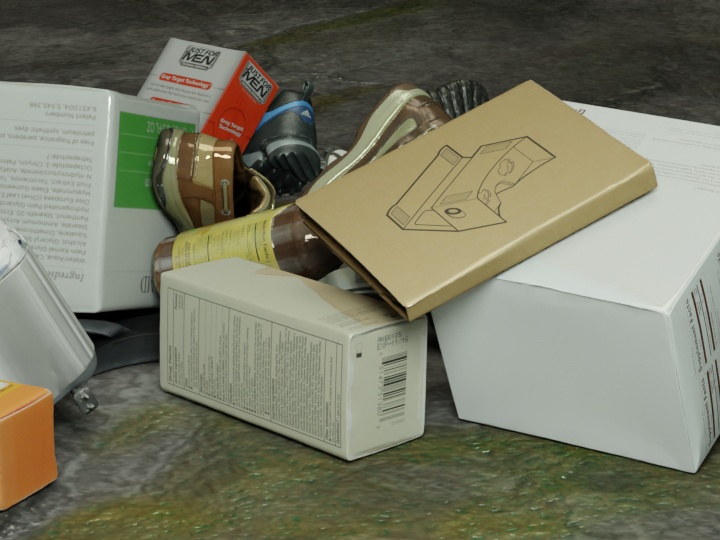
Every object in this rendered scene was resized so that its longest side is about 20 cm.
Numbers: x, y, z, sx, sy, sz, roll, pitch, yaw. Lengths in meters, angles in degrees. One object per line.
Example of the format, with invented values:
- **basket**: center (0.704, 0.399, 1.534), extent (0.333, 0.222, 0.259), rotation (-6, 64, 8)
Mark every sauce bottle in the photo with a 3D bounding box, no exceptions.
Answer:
- **sauce bottle**: center (-0.060, -0.016, 1.653), extent (0.199, 0.065, 0.065), rotation (-12, 11, 22)

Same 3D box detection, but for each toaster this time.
- **toaster**: center (-0.272, 0.033, 1.496), extent (0.114, 0.129, 0.200), rotation (-42, 37, -23)

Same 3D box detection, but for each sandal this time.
- **sandal**: center (-0.205, 0.049, 1.640), extent (0.200, 0.043, 0.076), rotation (-12, 20, -36)

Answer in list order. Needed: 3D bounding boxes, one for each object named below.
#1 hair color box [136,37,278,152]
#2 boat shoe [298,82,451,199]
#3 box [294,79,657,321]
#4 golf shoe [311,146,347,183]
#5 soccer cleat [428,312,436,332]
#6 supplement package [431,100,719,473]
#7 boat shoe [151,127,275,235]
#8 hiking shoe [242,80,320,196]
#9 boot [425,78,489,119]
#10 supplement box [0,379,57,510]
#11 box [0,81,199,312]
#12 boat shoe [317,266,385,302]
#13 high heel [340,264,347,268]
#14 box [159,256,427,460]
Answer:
- **hair color box**: center (-0.165, -0.101, 1.895), extent (0.101, 0.200, 0.061), rotation (16, -19, 40)
- **boat shoe**: center (0.006, -0.057, 1.795), extent (0.075, 0.203, 0.075), rotation (38, 6, 30)
- **box**: center (0.077, -0.052, 1.478), extent (0.200, 0.021, 0.163), rotation (-28, 36, -15)
- **golf shoe**: center (-0.003, -0.050, 1.942), extent (0.094, 0.078, 0.200), rotation (5, 27, 2)
- **soccer cleat**: center (0.151, 0.034, 1.673), extent (0.200, 0.065, 0.084), rotation (7, 12, 19)
- **supplement package**: center (0.180, 0.006, 1.505), extent (0.191, 0.147, 0.200), rotation (12, 44, 32)
- **boat shoe**: center (-0.106, -0.047, 1.726), extent (0.074, 0.076, 0.200), rotation (0, -22, 12)
- **hiking shoe**: center (-0.109, -0.096, 1.961), extent (0.200, 0.087, 0.074), rotation (-21, -38, 37)
- **boot**: center (0.072, -0.082, 1.887), extent (0.079, 0.158, 0.211), rotation (-36, -12, 32)
- **supplement box**: center (-0.298, 0.101, 1.422), extent (0.199, 0.067, 0.069), rotation (9, 22, 29)
- **box**: center (-0.253, -0.058, 1.704), extent (0.199, 0.172, 0.199), rotation (6, 2, 15)
- **boat shoe**: center (-0.005, 0.039, 1.629), extent (0.070, 0.064, 0.200), rotation (-1, -7, -4)
- **high heel**: center (0.000, 0.000, 1.735), extent (0.199, 0.068, 0.096), rotation (-9, -21, 8)
- **box**: center (-0.051, 0.058, 1.530), extent (0.078, 0.095, 0.200), rotation (-14, 23, -43)
